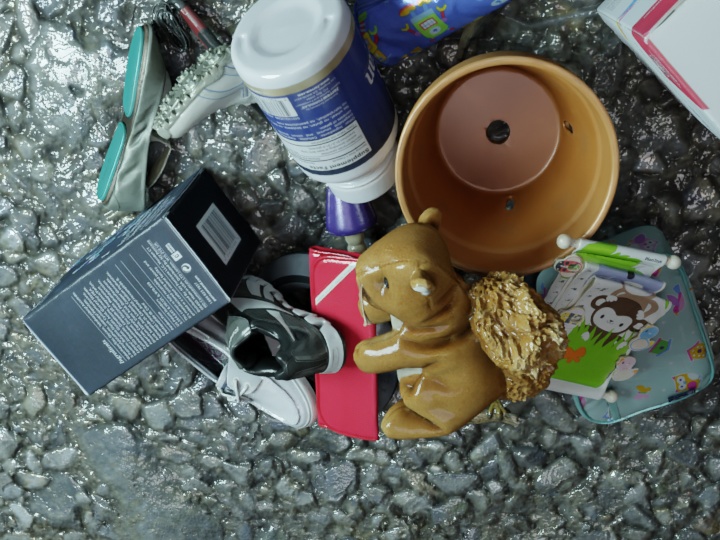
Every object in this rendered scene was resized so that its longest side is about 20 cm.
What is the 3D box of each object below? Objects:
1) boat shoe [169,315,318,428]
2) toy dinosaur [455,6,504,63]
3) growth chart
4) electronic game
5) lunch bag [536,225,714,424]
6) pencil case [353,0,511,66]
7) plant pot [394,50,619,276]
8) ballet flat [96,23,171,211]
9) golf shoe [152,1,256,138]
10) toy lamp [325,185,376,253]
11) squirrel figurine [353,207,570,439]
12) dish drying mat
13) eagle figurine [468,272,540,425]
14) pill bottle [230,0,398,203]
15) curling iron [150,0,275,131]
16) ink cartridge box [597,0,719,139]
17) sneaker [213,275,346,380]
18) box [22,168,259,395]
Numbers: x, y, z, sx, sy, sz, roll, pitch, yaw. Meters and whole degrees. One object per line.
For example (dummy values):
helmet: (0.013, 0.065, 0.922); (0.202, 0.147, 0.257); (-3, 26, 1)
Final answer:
boat shoe: (-0.134, 0.109, 0.966); (0.200, 0.068, 0.072); (43, 127, 9)
toy dinosaur: (0.133, -0.288, 0.811); (0.088, 0.048, 0.200); (38, 116, -18)
growth chart: (0.225, 0.052, 0.845); (0.142, 0.018, 0.203); (5, 128, -10)
electronic game: (-0.043, 0.075, 0.960); (0.197, 0.041, 0.204); (14, 118, 28)
lunch bag: (0.274, 0.067, 0.923); (0.158, 0.078, 0.202); (-23, 120, 10)
pencil case: (0.079, -0.255, 0.774); (0.198, 0.080, 0.086); (-21, 154, 38)
plant pot: (0.133, -0.114, 0.835); (0.196, 0.141, 0.204); (2, 114, 4)
ballet flat: (-0.220, -0.152, 0.905); (0.063, 0.068, 0.203); (7, 119, -28)
golf shoe: (-0.106, -0.181, 0.843); (0.200, 0.078, 0.097); (-42, 118, 0)
toy lamp: (0.000, 0.000, 0.946); (0.057, 0.058, 0.204); (-6, 114, 8)
squirrel figurine: (0.086, 0.038, 0.775); (0.196, 0.143, 0.189); (0, 132, 20)
dish drying mat: (-0.018, 0.078, 0.903); (0.075, 0.018, 0.204); (9, 112, 27)
eagle figurine: (0.121, 0.064, 0.942); (0.150, 0.150, 0.205); (-1, 84, -37)
pill bottle: (-0.029, -0.153, 0.811); (0.109, 0.113, 0.201); (-17, 144, 13)
curling iron: (-0.131, -0.195, 0.890); (0.199, 0.026, 0.049); (42, 133, -18)
ink cartridge box: (0.293, -0.190, 0.752); (0.147, 0.201, 0.086); (42, 111, -13)
sneaker: (-0.110, 0.059, 0.902); (0.198, 0.090, 0.068); (25, 120, 39)
box: (-0.222, 0.009, 0.921); (0.198, 0.149, 0.108); (-33, 107, 18)
